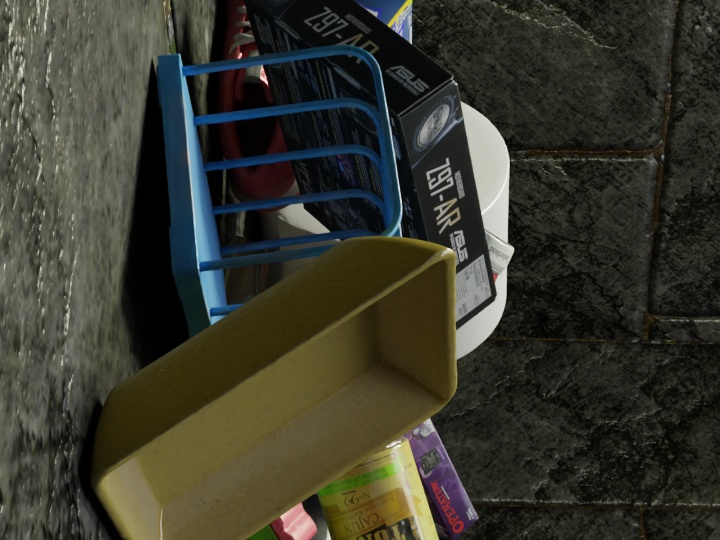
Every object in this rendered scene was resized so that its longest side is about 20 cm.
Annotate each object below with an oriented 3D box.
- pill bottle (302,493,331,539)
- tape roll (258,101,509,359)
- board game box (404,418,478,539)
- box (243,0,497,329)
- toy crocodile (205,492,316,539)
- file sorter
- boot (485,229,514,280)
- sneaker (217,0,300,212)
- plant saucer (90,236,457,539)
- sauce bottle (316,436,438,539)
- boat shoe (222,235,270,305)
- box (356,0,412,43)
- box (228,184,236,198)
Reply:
[{"bbox_3d":[-0.046,0.208,1.178,0.201,0.115,0.117,-86,175,-51],"label":"pill bottle"},{"bbox_3d":[0.019,-0.034,1.483,0.203,0.201,0.140,-85,175,-49],"label":"tape roll"},{"bbox_3d":[-0.008,0.101,1.253,0.200,0.032,0.121,19,-43,56],"label":"board game box"},{"bbox_3d":[0.007,-0.074,1.151,0.160,0.043,0.201,42,-21,37],"label":"box"},{"bbox_3d":[-0.050,0.155,1.051,0.201,0.062,0.068,56,26,-7],"label":"toy crocodile"},{"bbox_3d":[-0.039,-0.012,1.052,0.200,0.122,0.140,85,-2,-59],"label":"file sorter"},{"bbox_3d":[0.000,0.000,1.293,0.072,0.200,0.145,27,97,-45],"label":"boot"},{"bbox_3d":[-0.059,-0.142,1.242,0.087,0.073,0.202,27,63,-83],"label":"sneaker"},{"bbox_3d":[-0.045,0.066,0.940,0.049,0.199,0.200,53,-12,23],"label":"plant saucer"},{"bbox_3d":[0.023,0.186,1.115,0.065,0.064,0.201,-4,75,-86],"label":"sauce bottle"},{"bbox_3d":[-0.067,0.061,1.197,0.074,0.066,0.201,87,6,-50],"label":"boat shoe"},{"bbox_3d":[-0.022,-0.144,1.444,0.200,0.064,0.070,-57,152,-49],"label":"box"},{"bbox_3d":[-0.070,-0.152,1.318,0.039,0.041,0.202,34,57,-85],"label":"box"}]
